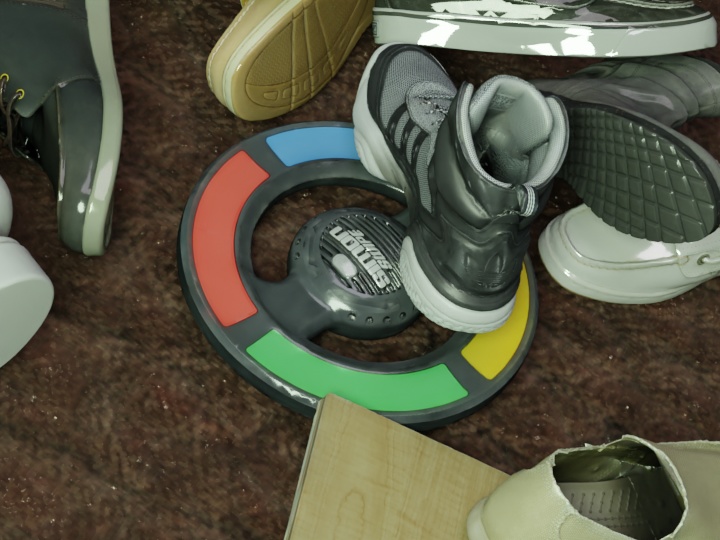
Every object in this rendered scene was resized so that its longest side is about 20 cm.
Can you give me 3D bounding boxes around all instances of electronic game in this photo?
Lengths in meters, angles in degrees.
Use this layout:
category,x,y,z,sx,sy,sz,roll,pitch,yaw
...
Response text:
category,x,y,z,sx,sy,sz,roll,pitch,yaw
electronic game,0.000,0.000,1.181,0.199,0.042,0.201,10,52,-13

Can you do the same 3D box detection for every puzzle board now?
category,x,y,z,sx,sy,sz,roll,pitch,yaw
puzzle board,0.027,0.169,1.062,0.150,0.017,0.201,26,49,-14

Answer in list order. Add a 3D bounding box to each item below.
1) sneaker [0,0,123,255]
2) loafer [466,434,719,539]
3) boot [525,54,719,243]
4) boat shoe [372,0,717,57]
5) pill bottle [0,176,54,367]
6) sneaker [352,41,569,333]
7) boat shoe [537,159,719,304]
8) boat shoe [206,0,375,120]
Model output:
category,x,y,z,sx,sy,sz,roll,pitch,yaw
sneaker,-0.183,-0.084,1.168,0.106,0.075,0.201,1,45,-13
loafer,0.149,0.121,1.111,0.199,0.068,0.076,-5,59,-34
boot,0.166,-0.083,1.236,0.131,0.070,0.200,-21,32,-29
boat shoe,0.107,-0.156,1.265,0.199,0.064,0.071,3,9,-3
pill bottle,-0.241,-0.037,1.079,0.111,0.111,0.200,-30,68,-35
sneaker,0.056,-0.073,1.163,0.075,0.114,0.201,6,46,-22
boat shoe,0.196,-0.033,1.256,0.199,0.069,0.071,-10,60,-24
boat shoe,-0.035,-0.158,1.279,0.069,0.074,0.200,23,47,24
